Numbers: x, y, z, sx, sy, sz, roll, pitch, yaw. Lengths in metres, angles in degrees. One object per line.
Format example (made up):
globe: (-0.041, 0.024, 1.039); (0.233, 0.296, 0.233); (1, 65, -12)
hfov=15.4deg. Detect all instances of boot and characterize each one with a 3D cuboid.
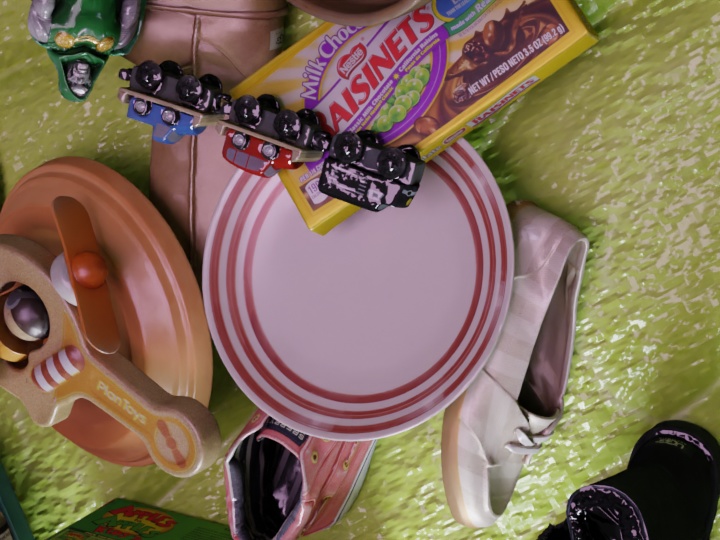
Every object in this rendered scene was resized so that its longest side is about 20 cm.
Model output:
boot: (-0.121, -0.079, 1.620); (0.175, 0.066, 0.201); (7, 106, 22)
boot: (0.146, 0.195, 1.502); (0.076, 0.168, 0.201); (14, 109, 22)

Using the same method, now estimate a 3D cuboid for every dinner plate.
dinner plate: (0.000, 0.000, 1.552); (0.199, 0.024, 0.201); (-4, 81, 24)

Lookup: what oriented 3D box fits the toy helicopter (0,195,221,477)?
toy helicopter: (-0.159, 0.047, 1.576); (0.200, 0.079, 0.133); (36, 122, 19)

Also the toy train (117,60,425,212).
toy train: (-0.055, -0.076, 1.525); (0.199, 0.034, 0.046); (21, 104, 22)

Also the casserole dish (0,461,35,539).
casserole dish: (-0.269, 0.182, 1.771); (0.121, 0.039, 0.201); (-22, 92, 28)

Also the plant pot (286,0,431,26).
plant pot: (0.009, -0.245, 1.488); (0.200, 0.093, 0.201); (22, 124, 37)

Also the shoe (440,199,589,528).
shoe: (0.091, 0.061, 1.550); (0.053, 0.070, 0.201); (18, 108, 29)

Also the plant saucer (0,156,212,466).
plant saucer: (-0.170, 0.030, 1.648); (0.200, 0.037, 0.201); (22, 122, 40)

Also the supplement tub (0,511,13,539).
supplement tub: (-0.264, 0.229, 1.690); (0.122, 0.122, 0.201); (-19, 93, 28)

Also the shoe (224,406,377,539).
shoe: (-0.022, 0.078, 1.597); (0.071, 0.091, 0.201); (25, 112, 18)

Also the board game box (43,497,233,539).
board game box: (-0.093, 0.199, 1.654); (0.199, 0.102, 0.048); (12, 107, 23)

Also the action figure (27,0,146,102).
action figure: (-0.152, -0.193, 1.535); (0.118, 0.055, 0.201); (3, 112, -17)

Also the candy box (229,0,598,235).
candy box: (0.029, -0.118, 1.527); (0.200, 0.026, 0.102); (-35, 71, 14)
